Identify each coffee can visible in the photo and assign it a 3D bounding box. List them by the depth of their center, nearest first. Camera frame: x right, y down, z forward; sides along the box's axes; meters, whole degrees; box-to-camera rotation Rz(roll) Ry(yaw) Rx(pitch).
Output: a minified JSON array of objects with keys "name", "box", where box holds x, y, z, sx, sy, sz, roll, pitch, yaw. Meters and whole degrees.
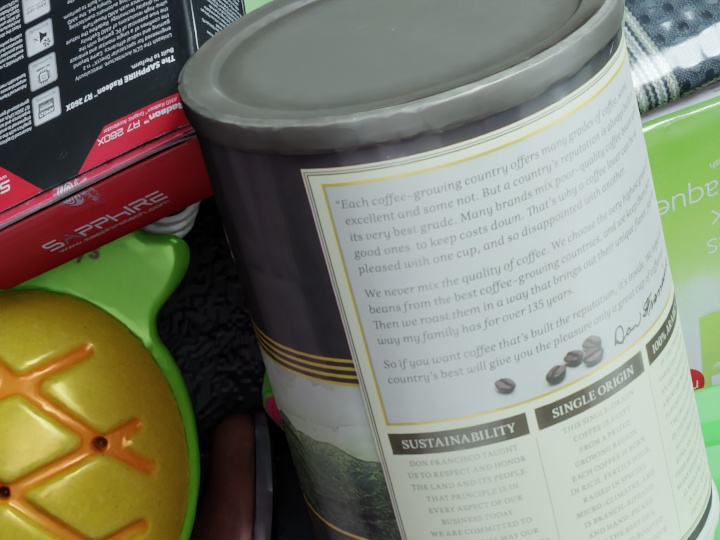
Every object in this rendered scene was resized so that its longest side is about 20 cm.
[{"name":"coffee can","box":[0.035,0.009,0.719,0.146,0.146,0.200,-19,115,-10]}]

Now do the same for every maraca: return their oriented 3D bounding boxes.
[{"name":"maraca","box":[-0.130,0.058,0.834,0.137,0.107,0.201,5,94,-2]}]

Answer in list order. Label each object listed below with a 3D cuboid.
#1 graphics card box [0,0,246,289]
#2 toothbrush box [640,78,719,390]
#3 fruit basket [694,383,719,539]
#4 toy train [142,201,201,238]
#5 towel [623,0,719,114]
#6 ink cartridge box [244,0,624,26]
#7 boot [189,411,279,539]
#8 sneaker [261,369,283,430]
[{"name":"graphics card box","box":[-0.109,-0.105,0.802,0.125,0.051,0.200,-24,60,22]},{"name":"toothbrush box","box":[0.116,-0.003,0.884,0.145,0.200,0.086,-19,41,-10]},{"name":"fruit basket","box":[0.196,0.138,0.793,0.215,0.216,0.156,0,113,-8]},{"name":"toy train","box":[-0.159,-0.062,0.918,0.199,0.056,0.151,1,76,7]},{"name":"towel","box":[0.112,-0.157,0.844,0.192,0.035,0.200,-26,62,-8]},{"name":"ink cartridge box","box":[-0.006,-0.146,0.809,0.199,0.048,0.146,-8,64,6]},{"name":"boot","box":[-0.140,0.137,0.911,0.199,0.068,0.189,12,88,2]},{"name":"sneaker","box":[0.000,0.000,0.893,0.077,0.200,0.084,11,38,13]}]
